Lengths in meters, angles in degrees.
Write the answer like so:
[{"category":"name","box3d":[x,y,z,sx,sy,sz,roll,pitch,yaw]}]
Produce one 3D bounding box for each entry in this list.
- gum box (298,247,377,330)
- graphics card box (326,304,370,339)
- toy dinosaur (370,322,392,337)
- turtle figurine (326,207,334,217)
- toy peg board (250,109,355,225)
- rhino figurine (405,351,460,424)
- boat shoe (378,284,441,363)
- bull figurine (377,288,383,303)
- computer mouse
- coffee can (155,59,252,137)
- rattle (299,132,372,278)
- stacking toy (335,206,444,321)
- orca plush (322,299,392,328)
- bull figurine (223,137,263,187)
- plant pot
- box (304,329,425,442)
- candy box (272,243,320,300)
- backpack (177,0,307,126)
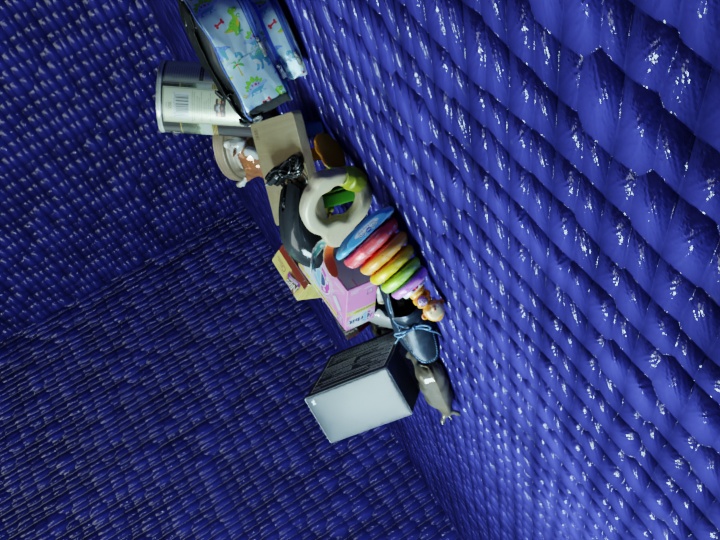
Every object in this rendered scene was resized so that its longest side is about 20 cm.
[{"category":"gum box","box3d":[-0.050,-0.002,1.459,0.200,0.066,0.114,51,153,34]},{"category":"graphics card box","box3d":[-0.039,0.050,1.858,0.200,0.051,0.125,59,-148,-1]},{"category":"toy dinosaur","box3d":[0.049,0.126,1.808,0.200,0.077,0.102,64,-176,-56]},{"category":"turtle figurine","box3d":[-0.078,-0.109,1.614,0.161,0.064,0.200,-98,22,-74]},{"category":"toy peg board","box3d":[-0.100,-0.191,1.436,0.200,0.098,0.199,6,112,60]},{"category":"rhino figurine","box3d":[0.155,0.245,1.585,0.087,0.060,0.200,53,171,51]},{"category":"boat shoe","box3d":[0.077,0.080,1.385,0.200,0.084,0.069,58,-177,-4]},{"category":"bull figurine","box3d":[0.000,0.000,1.546,0.200,0.065,0.122,-133,31,-52]},{"category":"computer mouse","box3d":[-0.121,-0.094,1.373,0.138,0.053,0.200,-11,97,62]},{"category":"coffee can","box3d":[-0.302,-0.348,1.585,0.146,0.200,0.147,-177,90,-85]},{"category":"rattle","box3d":[-0.066,-0.107,1.328,0.143,0.130,0.200,40,140,32]},{"category":"stacking toy","box3d":[0.062,0.004,1.235,0.200,0.116,0.110,48,174,-2]},{"category":"orca plush","box3d":[0.020,0.069,1.661,0.200,0.071,0.105,6,152,48]},{"category":"bull figurine","box3d":[-0.203,-0.221,1.674,0.121,0.200,0.065,130,150,-58]},{"category":"plant pot","box3d":[-0.238,-0.299,1.747,0.093,0.201,0.201,8,143,24]},{"category":"box","box3d":[0.016,0.240,1.651,0.123,0.200,0.198,61,-157,-11]},{"category":"candy box","box3d":[-0.078,-0.004,1.682,0.056,0.200,0.117,-52,60,32]},{"category":"backpack","box3d":[-0.185,-0.358,1.209,0.183,0.147,0.200,50,171,52]}]
